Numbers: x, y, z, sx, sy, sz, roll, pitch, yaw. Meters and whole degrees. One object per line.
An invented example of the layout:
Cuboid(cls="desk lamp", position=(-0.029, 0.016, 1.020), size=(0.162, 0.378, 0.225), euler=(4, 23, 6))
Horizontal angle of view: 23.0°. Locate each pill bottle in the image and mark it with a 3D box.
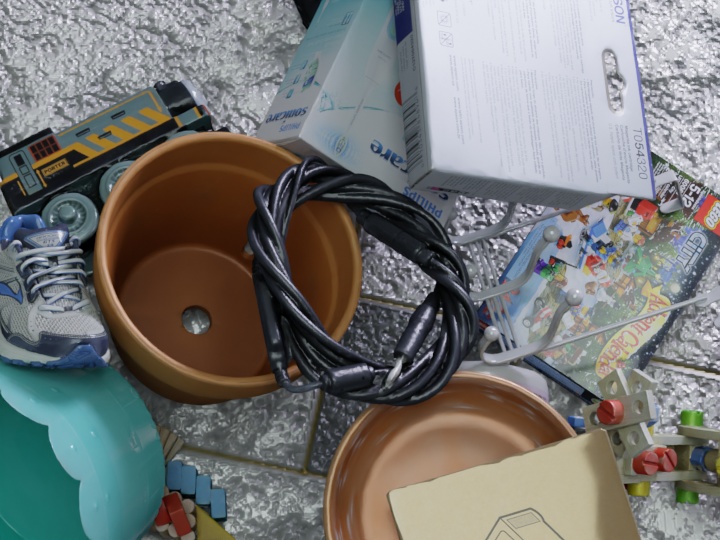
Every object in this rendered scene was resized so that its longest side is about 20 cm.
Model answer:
Cuboid(cls="pill bottle", position=(0.085, 0.177, 1.333), size=(0.111, 0.112, 0.201), euler=(4, 74, -1))

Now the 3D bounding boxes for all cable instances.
Cuboid(cls="cable", position=(0.000, 0.000, 1.265), size=(0.162, 0.051, 0.201), euler=(-4, 60, -16))

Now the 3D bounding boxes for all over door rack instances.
Cuboid(cls="over door rack", position=(0.172, -0.013, 1.344), size=(0.199, 0.067, 0.148), euler=(-10, 45, -4))

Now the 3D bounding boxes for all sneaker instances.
Cuboid(cls="sneaker", position=(-0.232, 0.011, 1.280), size=(0.077, 0.200, 0.086), euler=(0, 108, -28))

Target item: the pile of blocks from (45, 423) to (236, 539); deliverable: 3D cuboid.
Cuboid(cls="pile of blocks", position=(-0.155, 0.162, 1.354), size=(0.199, 0.062, 0.082), euler=(35, 76, 7))

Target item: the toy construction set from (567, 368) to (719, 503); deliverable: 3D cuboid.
Cuboid(cls="toy construction set", position=(0.226, 0.137, 1.325), size=(0.199, 0.131, 0.093), euler=(23, 77, -40))

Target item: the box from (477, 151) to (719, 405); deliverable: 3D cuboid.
Cuboid(cls="box", position=(0.199, -0.002, 1.425), size=(0.136, 0.038, 0.201), euler=(33, 76, 7))

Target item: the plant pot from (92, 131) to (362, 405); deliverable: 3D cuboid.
Cuboid(cls="plant pot", position=(-0.112, 0.016, 1.339), size=(0.199, 0.140, 0.201), euler=(7, 64, -16))

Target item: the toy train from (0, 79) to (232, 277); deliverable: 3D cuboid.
Cuboid(cls="toy train", position=(-0.197, -0.079, 1.413), size=(0.199, 0.085, 0.114), euler=(-29, 68, -10))

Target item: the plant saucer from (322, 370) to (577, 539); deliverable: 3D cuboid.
Cuboid(cls="plant saucer", position=(0.072, 0.173, 1.256), size=(0.199, 0.037, 0.202), euler=(1, 74, -3))

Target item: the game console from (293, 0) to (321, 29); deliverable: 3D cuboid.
Cuboid(cls="game console", position=(0.050, -0.258, 1.456), size=(0.200, 0.171, 0.118), euler=(-42, 53, -13))

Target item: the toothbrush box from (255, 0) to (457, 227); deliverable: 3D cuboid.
Cuboid(cls="toothbrush box", position=(0.028, -0.149, 1.389), size=(0.146, 0.085, 0.201), euler=(33, 74, -25))

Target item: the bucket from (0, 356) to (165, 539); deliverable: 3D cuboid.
Cuboid(cls="bucket", position=(-0.249, 0.155, 1.276), size=(0.206, 0.135, 0.209), euler=(6, 106, 21))

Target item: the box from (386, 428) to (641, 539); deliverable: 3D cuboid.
Cuboid(cls="box", position=(0.122, 0.227, 1.215), size=(0.162, 0.021, 0.201), euler=(-15, 77, -9))

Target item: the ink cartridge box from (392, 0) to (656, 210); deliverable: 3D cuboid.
Cuboid(cls="ink cartridge box", position=(0.121, -0.146, 1.337), size=(0.199, 0.043, 0.198), euler=(7, 66, -27))
